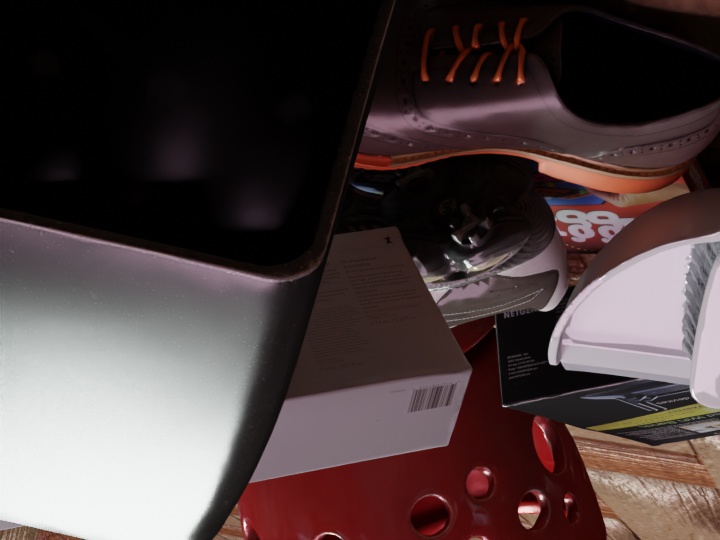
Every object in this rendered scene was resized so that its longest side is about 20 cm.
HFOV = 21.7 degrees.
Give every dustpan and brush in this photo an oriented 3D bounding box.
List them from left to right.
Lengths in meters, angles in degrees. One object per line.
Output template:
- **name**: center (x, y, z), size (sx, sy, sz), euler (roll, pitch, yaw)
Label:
- **dustpan and brush**: center (0.144, -0.002, 0.715), size (0.138, 0.058, 0.201), euler (7, 135, 7)

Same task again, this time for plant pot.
- **plant pot**: center (-0.096, -0.025, 0.603), size (0.197, 0.201, 0.179), euler (12, 137, 4)
- **plant pot**: center (0.021, 0.103, 1.052), size (0.198, 0.184, 0.201), euler (-18, -166, 4)

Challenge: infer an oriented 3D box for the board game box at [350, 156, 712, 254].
- **board game box**: center (0.056, -0.039, 0.845), size (0.198, 0.020, 0.103), euler (0, 153, 29)

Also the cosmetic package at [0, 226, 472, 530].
- **cosmetic package**: center (-0.065, 0.039, 0.714), size (0.198, 0.083, 0.051), euler (-8, 139, -21)

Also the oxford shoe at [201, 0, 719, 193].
- **oxford shoe**: center (0.041, -0.078, 0.686), size (0.198, 0.072, 0.073), euler (5, 163, -11)

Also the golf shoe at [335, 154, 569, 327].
- **golf shoe**: center (0.000, 0.000, 0.843), size (0.198, 0.078, 0.095), euler (-1, 149, 33)

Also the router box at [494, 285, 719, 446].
- **router box**: center (0.186, 0.034, 0.880), size (0.198, 0.053, 0.157), euler (-14, 161, 32)
